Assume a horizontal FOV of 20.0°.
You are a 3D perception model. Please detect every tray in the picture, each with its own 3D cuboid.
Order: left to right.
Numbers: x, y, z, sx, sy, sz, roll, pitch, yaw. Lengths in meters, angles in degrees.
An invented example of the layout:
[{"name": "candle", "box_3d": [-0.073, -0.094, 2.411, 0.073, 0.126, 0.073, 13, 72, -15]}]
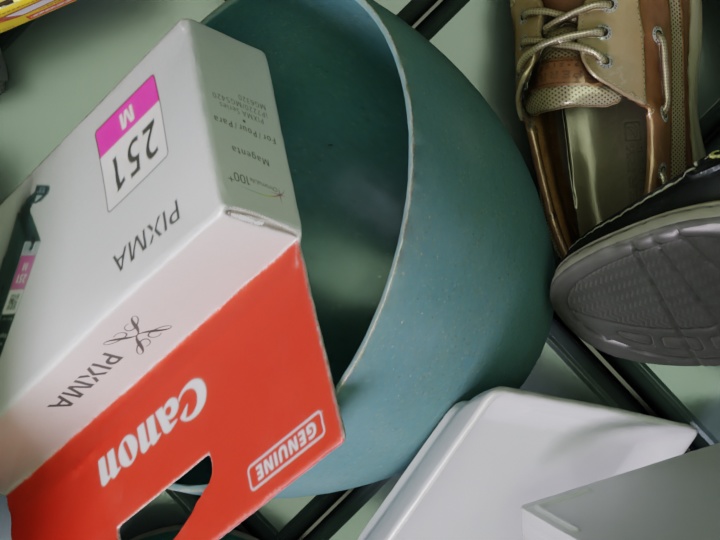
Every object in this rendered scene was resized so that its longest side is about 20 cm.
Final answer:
[{"name": "tray", "box_3d": [0.062, 0.092, 0.811, 0.022, 0.200, 0.108, 40, 103, 29]}]

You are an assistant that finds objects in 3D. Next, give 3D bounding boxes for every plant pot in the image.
[{"name": "plant pot", "box_3d": [0.000, 0.000, 0.811, 0.134, 0.200, 0.202, 18, 94, -39]}]

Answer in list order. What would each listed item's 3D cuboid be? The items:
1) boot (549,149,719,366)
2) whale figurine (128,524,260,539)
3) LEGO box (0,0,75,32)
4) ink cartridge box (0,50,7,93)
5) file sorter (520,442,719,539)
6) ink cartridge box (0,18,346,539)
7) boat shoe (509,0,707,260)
[{"name": "boot", "box_3d": [0.171, -0.054, 0.772, 0.202, 0.154, 0.074, -22, 125, 31]}, {"name": "whale figurine", "box_3d": [-0.085, 0.207, 0.848, 0.158, 0.104, 0.201, 30, 92, -4]}, {"name": "LEGO box", "box_3d": [-0.202, -0.142, 0.750, 0.199, 0.077, 0.150, -23, 95, -2]}, {"name": "ink cartridge box", "box_3d": [-0.264, -0.109, 0.830, 0.198, 0.086, 0.148, -20, 94, 0]}, {"name": "file sorter", "box_3d": [0.183, 0.145, 0.795, 0.199, 0.138, 0.126, -12, 110, -30]}, {"name": "ink cartridge box", "box_3d": [-0.097, 0.033, 0.773, 0.043, 0.175, 0.200, 20, 134, -38]}, {"name": "boat shoe", "box_3d": [0.097, -0.084, 0.820, 0.075, 0.072, 0.202, -11, 97, 32]}]
